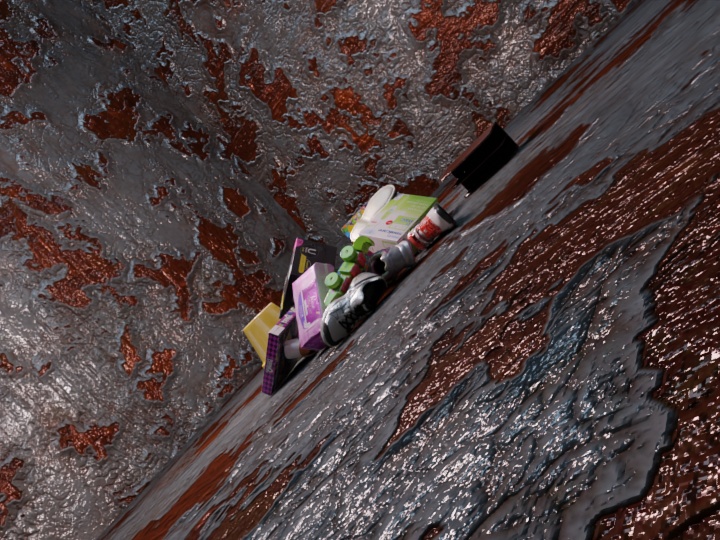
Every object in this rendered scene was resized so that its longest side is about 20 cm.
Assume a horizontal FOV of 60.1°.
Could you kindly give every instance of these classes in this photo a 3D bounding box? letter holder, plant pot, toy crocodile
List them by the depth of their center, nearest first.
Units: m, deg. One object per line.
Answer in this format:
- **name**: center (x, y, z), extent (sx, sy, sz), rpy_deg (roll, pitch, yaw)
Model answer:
- **toy crocodile**: center (-0.027, 0.007, 1.482), extent (0.061, 0.068, 0.201), rpy_deg (8, 61, 40)
- **letter holder**: center (0.332, -0.300, 1.758), extent (0.200, 0.101, 0.142), rpy_deg (-43, 5, 32)
- **plant pot**: center (-0.266, 0.214, 1.996), extent (0.201, 0.189, 0.201), rpy_deg (-44, 2, 2)

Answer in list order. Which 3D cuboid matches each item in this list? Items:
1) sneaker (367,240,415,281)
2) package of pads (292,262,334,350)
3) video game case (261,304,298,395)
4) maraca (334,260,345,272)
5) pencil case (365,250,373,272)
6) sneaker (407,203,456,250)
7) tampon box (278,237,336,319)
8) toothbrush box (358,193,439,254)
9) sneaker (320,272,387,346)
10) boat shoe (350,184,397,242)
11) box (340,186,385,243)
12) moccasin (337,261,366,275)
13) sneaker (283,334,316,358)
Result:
- **sneaker**: center (0.053, -0.014, 1.529), extent (0.087, 0.082, 0.200), rpy_deg (-19, -10, -26)
- **package of pads**: center (-0.110, 0.091, 1.594), extent (0.120, 0.075, 0.202), rpy_deg (-41, 49, 39)
- **video game case**: center (-0.212, 0.216, 1.728), extent (0.181, 0.035, 0.202), rpy_deg (-52, -24, -59)
- **maraca**: center (0.000, 0.000, 1.825), extent (0.199, 0.136, 0.108), rpy_deg (-18, 58, 51)
- **pencil case**: center (-0.019, 0.031, 1.670), extent (0.201, 0.088, 0.088), rpy_deg (-61, 7, -13)
- **sneaker**: center (0.169, -0.098, 1.506), extent (0.108, 0.067, 0.201), rpy_deg (-45, -1, 4)
- **tampon box**: center (-0.154, 0.037, 1.815), extent (0.151, 0.125, 0.201), rpy_deg (-87, 12, -47)
- **toothbrush box**: center (0.115, -0.120, 1.729), extent (0.145, 0.087, 0.200), rpy_deg (14, 50, 41)
- **sneaker**: center (-0.015, 0.085, 1.409), extent (0.201, 0.076, 0.087), rpy_deg (-56, 28, -17)
- **boat shoe**: center (0.048, -0.157, 1.822), extent (0.072, 0.059, 0.201), rpy_deg (29, 84, 47)
- **box**: center (0.072, -0.137, 2.077), extent (0.122, 0.200, 0.193), rpy_deg (-45, 2, -33)
- **moccasin**: center (-0.025, 0.048, 1.566), extent (0.080, 0.069, 0.201), rpy_deg (-13, 39, 24)
- **sneaker**: center (-0.139, 0.206, 1.721), extent (0.084, 0.074, 0.200), rpy_deg (-8, 4, 14)
